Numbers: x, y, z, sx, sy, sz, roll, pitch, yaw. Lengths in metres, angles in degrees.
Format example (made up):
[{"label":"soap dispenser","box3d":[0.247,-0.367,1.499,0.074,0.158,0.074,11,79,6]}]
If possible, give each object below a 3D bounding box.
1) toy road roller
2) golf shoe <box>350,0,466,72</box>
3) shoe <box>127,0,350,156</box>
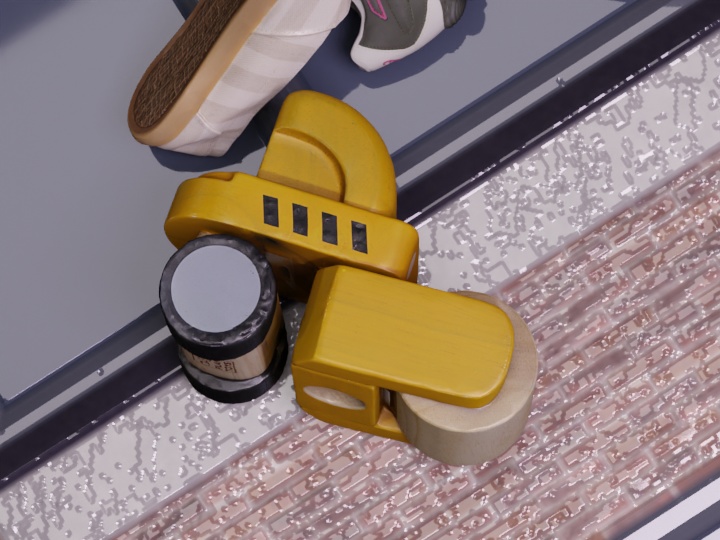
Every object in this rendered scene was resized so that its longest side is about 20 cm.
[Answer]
[{"label":"toy road roller","box3d":[0.000,0.000,1.078,0.200,0.123,0.146,17,74,6]},{"label":"golf shoe","box3d":[-0.024,-0.196,1.122,0.088,0.077,0.200,-42,81,8]},{"label":"shoe","box3d":[-0.042,-0.135,1.093,0.053,0.070,0.200,26,118,-29]}]
